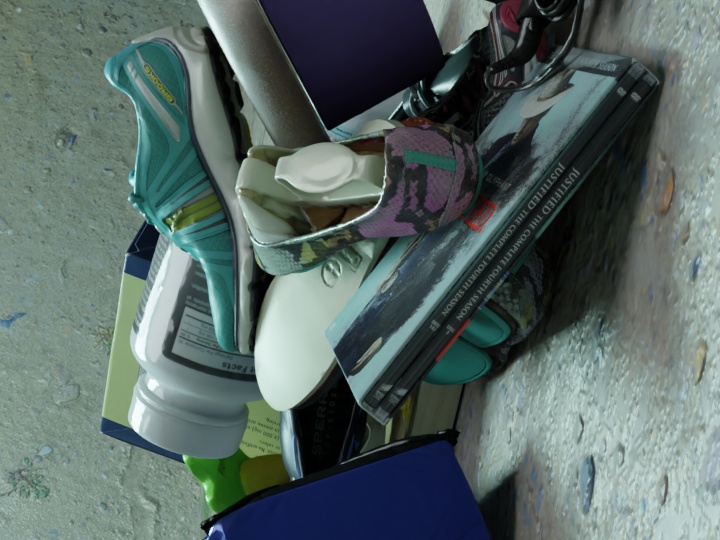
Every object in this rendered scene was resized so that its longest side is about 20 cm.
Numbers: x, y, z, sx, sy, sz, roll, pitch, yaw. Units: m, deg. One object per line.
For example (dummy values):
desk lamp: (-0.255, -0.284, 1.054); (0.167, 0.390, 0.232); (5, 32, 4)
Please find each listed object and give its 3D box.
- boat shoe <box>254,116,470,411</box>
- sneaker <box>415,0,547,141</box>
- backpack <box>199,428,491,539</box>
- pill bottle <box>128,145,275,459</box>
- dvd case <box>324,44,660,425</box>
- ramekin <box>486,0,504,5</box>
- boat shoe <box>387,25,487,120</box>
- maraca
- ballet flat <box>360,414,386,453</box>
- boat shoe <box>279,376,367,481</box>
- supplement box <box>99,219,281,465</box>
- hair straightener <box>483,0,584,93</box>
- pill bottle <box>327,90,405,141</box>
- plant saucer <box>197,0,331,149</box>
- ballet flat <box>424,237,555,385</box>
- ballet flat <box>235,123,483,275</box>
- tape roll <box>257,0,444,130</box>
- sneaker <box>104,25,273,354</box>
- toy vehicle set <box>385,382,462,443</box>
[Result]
boat shoe: (0.000, 0.000, 0.883); (0.071, 0.062, 0.201); (46, 123, 33)
sneaker: (0.061, -0.079, 0.904); (0.201, 0.074, 0.081); (111, 164, -52)
backpack: (-0.018, 0.203, 0.881); (0.200, 0.161, 0.169); (125, 132, -67)
pill bottle: (-0.093, 0.021, 1.045); (0.111, 0.110, 0.202); (-112, 39, -72)
dvd case: (0.057, -0.025, 0.761); (0.200, 0.022, 0.146); (-50, 13, 4)
ramekin: (0.075, -0.259, 0.913); (0.202, 0.093, 0.204); (-172, 90, -81)
boat shoe: (0.051, -0.103, 1.020); (0.200, 0.061, 0.073); (123, 157, -67)
maraca: (-0.057, 0.183, 1.117); (0.107, 0.200, 0.137); (-42, 20, 7)
ballet flat: (-0.001, 0.089, 1.045); (0.069, 0.069, 0.202); (174, 100, -80)
boat shoe: (-0.012, 0.046, 0.969); (0.069, 0.083, 0.202); (-124, 31, -80)
supplement box: (-0.083, 0.052, 1.215); (0.135, 0.198, 0.201); (-66, -5, -48)
hair straightener: (0.105, -0.181, 0.763); (0.077, 0.041, 0.201); (-111, 40, -70)
pill bottle: (-0.011, -0.095, 1.247); (0.201, 0.110, 0.111); (109, 166, -47)
plant saucer: (-0.061, -0.128, 0.911); (0.201, 0.032, 0.200); (62, -178, -4)
ballet flat: (0.066, 0.018, 0.869); (0.200, 0.071, 0.073); (131, 146, -73)
ballet flat: (-0.020, -0.042, 0.793); (0.199, 0.071, 0.070); (-12, 67, 56)
tape roll: (-0.031, -0.193, 0.933); (0.201, 0.084, 0.200); (63, -179, -2)
sneaker: (-0.099, -0.046, 0.931); (0.078, 0.079, 0.202); (-64, -39, -76)
toy vehicle set: (0.042, 0.068, 1.041); (0.124, 0.026, 0.202); (-103, 23, -66)
